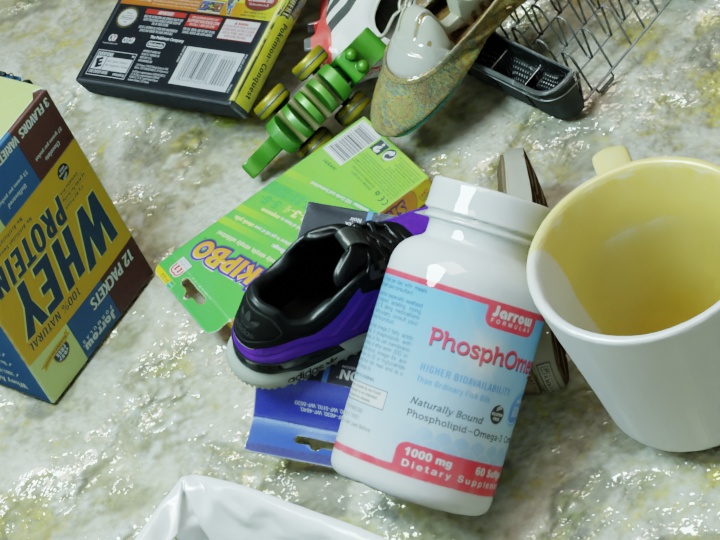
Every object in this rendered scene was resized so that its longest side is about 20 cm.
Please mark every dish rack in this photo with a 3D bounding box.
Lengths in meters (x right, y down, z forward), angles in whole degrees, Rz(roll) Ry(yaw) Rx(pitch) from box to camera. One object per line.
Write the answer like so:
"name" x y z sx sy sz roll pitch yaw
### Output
"dish rack" 0.161 -0.210 1.811 0.200 0.055 0.153 -49 48 -12

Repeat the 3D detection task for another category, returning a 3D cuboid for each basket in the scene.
"basket" -0.048 0.231 1.461 0.199 0.124 0.136 15 58 36

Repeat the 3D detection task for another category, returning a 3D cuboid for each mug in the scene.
"mug" 0.202 0.020 1.515 0.148 0.154 0.187 3 51 28

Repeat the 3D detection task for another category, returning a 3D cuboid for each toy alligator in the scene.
"toy alligator" -0.016 -0.145 1.811 0.200 0.059 0.054 -45 4 1

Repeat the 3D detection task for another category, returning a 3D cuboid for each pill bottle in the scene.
"pill bottle" 0.058 0.047 1.534 0.108 0.108 0.202 17 91 36

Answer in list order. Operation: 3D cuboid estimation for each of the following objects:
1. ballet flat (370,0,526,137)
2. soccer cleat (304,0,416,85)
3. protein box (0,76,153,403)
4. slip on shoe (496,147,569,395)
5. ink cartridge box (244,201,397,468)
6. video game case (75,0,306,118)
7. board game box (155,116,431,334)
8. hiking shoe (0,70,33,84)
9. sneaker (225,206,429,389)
"ballet flat" 0.067 -0.188 1.765 0.200 0.071 0.071 -47 46 -5
"soccer cleat" 0.004 -0.228 1.908 0.084 0.069 0.201 -4 51 10
"protein box" -0.297 -0.036 1.770 0.197 0.201 0.135 16 58 35
"slip on shoe" 0.102 0.001 1.643 0.060 0.076 0.201 -14 54 14
"ink cartridge box" -0.012 0.044 1.658 0.099 0.039 0.201 9 53 6
"video game case" -0.122 -0.215 1.928 0.199 0.025 0.182 12 71 45
"board game box" -0.050 -0.029 1.771 0.199 0.030 0.096 -34 45 -11
"hiking shoe" -0.311 -0.136 1.973 0.086 0.075 0.200 -27 53 -11
"sneaker" 0.000 0.000 1.603 0.199 0.100 0.070 -31 61 -24
